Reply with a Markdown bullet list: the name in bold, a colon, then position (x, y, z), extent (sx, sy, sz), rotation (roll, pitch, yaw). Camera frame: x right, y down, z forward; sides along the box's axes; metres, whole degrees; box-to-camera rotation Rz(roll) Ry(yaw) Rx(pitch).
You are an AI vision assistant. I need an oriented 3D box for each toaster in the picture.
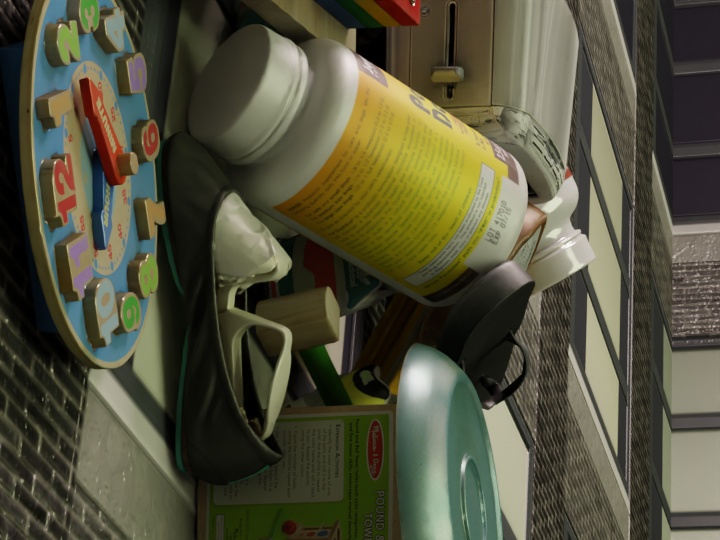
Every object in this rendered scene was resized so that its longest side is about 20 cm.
- **toaster**: position (0.082, -0.123, 1.465), extent (0.200, 0.113, 0.130), rotation (46, 46, -66)

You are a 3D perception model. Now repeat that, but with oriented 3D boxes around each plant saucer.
- **plant saucer**: position (0.056, 0.141, 1.284), extent (0.200, 0.027, 0.201), rotation (-6, 90, -77)

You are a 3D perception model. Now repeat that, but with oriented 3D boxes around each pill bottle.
- **pill bottle**: position (-0.003, -0.066, 1.312), extent (0.200, 0.109, 0.110), rotation (30, 50, -31)
- **pill bottle**: position (0.099, -0.078, 1.702), extent (0.201, 0.112, 0.112), rotation (61, 17, -1)

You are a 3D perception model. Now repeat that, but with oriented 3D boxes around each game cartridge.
- **game cartridge**: position (0.042, 0.032, 1.573), extent (0.177, 0.032, 0.200), rotation (-61, 175, 15)

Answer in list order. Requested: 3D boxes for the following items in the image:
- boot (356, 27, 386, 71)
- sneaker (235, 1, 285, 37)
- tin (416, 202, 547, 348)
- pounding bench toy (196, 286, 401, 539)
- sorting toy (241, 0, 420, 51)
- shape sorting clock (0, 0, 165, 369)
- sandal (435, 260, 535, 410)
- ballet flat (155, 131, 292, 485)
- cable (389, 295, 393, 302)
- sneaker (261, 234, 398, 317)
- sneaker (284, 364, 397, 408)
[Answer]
- **boot**: position (-0.008, -0.159, 1.494), extent (0.158, 0.079, 0.212), rotation (-75, 147, -67)
- **sneaker**: position (-0.031, -0.088, 1.418), extent (0.200, 0.071, 0.080), rotation (55, 37, -43)
- **tin**: position (0.080, 0.015, 1.489), extent (0.112, 0.042, 0.200), rotation (-53, 172, -14)
- **pounding bench toy**: position (-0.014, 0.123, 1.326), extent (0.156, 0.124, 0.201), rotation (44, 44, -69)
- **sorting toy**: position (-0.018, -0.242, 1.291), extent (0.199, 0.069, 0.201), rotation (30, 60, -68)
- **shape sorting clock**: position (-0.130, -0.051, 1.091), extent (0.200, 0.039, 0.201), rotation (-3, 90, -75)
- **sandal**: position (0.077, 0.058, 1.379), extent (0.043, 0.076, 0.200), rotation (48, -14, 14)
- **ballet flat**: position (-0.072, 0.020, 1.240), extent (0.068, 0.068, 0.201), rotation (-17, 103, -74)
- **cable**: position (0.058, 0.019, 1.795), extent (0.163, 0.051, 0.201), rotation (-39, 121, -78)
- **sneaker**: position (0.000, 0.000, 1.467), extent (0.200, 0.093, 0.071), rotation (-15, 102, -75)
- **sneaker**: position (0.034, 0.133, 1.469), extent (0.200, 0.076, 0.076), rotation (38, 22, -44)
